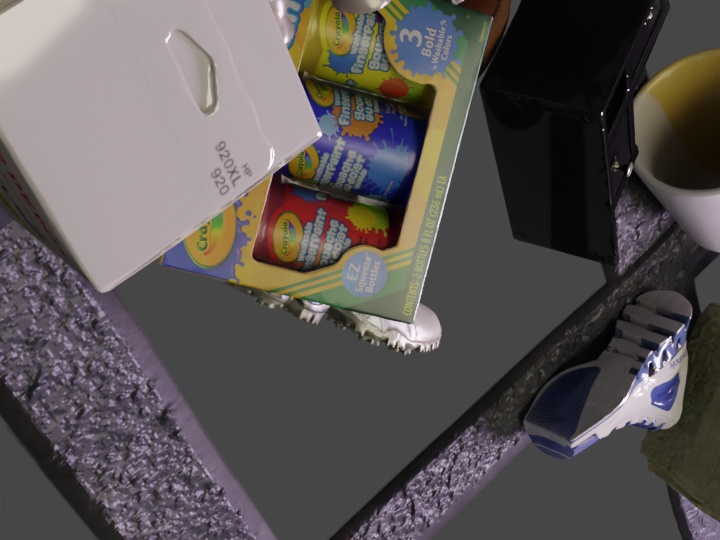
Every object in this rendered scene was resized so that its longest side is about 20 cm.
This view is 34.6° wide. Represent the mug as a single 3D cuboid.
[{"bbox_3d":[0.339,-0.105,1.031,0.187,0.149,0.153,-47,139,-3],"label":"mug"}]

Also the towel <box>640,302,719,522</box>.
[{"bbox_3d":[0.362,0.147,1.145,0.036,0.148,0.201,-2,117,-37],"label":"towel"}]

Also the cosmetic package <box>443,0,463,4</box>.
[{"bbox_3d":[0.088,-0.273,0.771,0.200,0.113,0.081,-39,129,-16],"label":"cosmetic package"}]

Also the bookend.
[{"bbox_3d":[0.183,-0.144,0.892,0.200,0.092,0.200,-62,154,-23],"label":"bookend"}]

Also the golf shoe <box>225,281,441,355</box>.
[{"bbox_3d":[0.000,0.000,0.850,0.199,0.078,0.098,23,88,-44],"label":"golf shoe"}]

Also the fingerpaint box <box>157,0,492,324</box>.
[{"bbox_3d":[-0.026,-0.084,0.729,0.166,0.073,0.202,14,94,-14],"label":"fingerpaint box"}]

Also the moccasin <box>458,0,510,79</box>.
[{"bbox_3d":[0.024,-0.146,0.808,0.201,0.074,0.078,-37,137,-8],"label":"moccasin"}]

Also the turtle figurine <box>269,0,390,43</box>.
[{"bbox_3d":[-0.057,-0.234,0.620,0.144,0.199,0.195,-50,141,-41],"label":"turtle figurine"}]

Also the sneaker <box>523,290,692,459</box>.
[{"bbox_3d":[0.256,0.124,1.104,0.199,0.080,0.116,-40,127,-20],"label":"sneaker"}]

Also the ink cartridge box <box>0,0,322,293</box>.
[{"bbox_3d":[-0.148,-0.113,0.591,0.144,0.200,0.148,-39,129,-19],"label":"ink cartridge box"}]
